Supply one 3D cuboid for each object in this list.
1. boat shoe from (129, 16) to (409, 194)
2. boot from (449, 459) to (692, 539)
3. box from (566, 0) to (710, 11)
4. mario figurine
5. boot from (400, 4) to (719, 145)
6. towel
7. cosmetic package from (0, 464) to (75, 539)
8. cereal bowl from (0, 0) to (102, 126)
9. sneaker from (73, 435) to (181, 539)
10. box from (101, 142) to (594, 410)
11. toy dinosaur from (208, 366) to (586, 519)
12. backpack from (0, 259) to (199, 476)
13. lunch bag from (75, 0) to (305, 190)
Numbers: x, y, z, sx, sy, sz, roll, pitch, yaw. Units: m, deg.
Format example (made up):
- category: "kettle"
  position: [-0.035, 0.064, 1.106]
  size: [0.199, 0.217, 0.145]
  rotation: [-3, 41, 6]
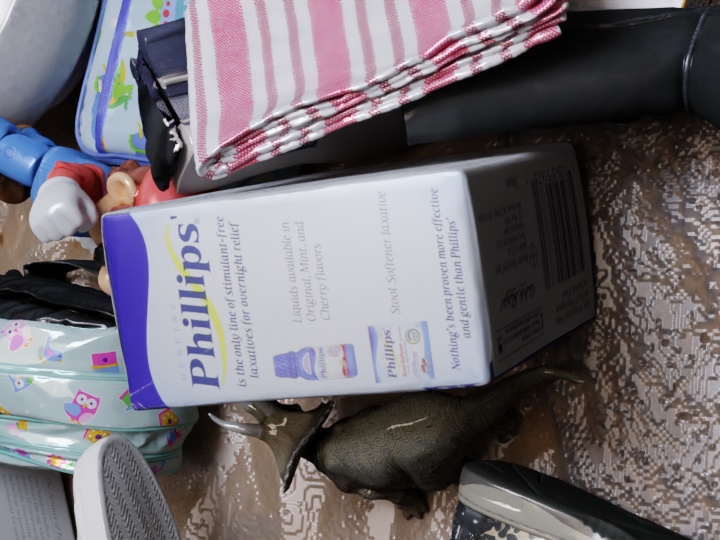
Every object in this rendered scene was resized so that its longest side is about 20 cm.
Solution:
- category: "boat shoe"
  position: [-0.036, -0.112, 0.889]
  size: [0.093, 0.200, 0.075]
  rotation: [67, 153, 20]
- category: "boot"
  position: [0.119, 0.203, 0.797]
  size: [0.204, 0.073, 0.154]
  rotation: [25, 101, 27]
- category: "box"
  position: [0.152, -0.213, 0.875]
  size: [0.119, 0.041, 0.200]
  rotation: [17, 87, 32]
- category: "mario figurine"
  position: [-0.168, -0.028, 0.931]
  size: [0.200, 0.123, 0.106]
  rotation: [22, 124, 33]
- category: "boot"
  position: [0.117, -0.087, 0.754]
  size: [0.200, 0.165, 0.066]
  rotation: [0, 113, 4]
- category: "towel"
  position: [-0.001, -0.133, 0.789]
  size: [0.200, 0.030, 0.146]
  rotation: [-22, 41, 10]
- category: "cosmetic package"
  position: [-0.273, 0.224, 0.952]
  size: [0.123, 0.200, 0.199]
  rotation: [-28, 67, 27]
- category: "cereal bowl"
  position: [-0.232, -0.167, 1.057]
  size: [0.200, 0.083, 0.200]
  rotation: [-35, 43, 40]
- category: "sneaker"
  position: [-0.154, 0.203, 0.882]
  size: [0.116, 0.074, 0.200]
  rotation: [-21, 78, 25]
- category: "box"
  position: [0.000, 0.000, 0.819]
  size: [0.200, 0.184, 0.105]
  rotation: [-5, 96, 25]
- category: "toy dinosaur"
  position: [0.026, 0.095, 0.852]
  size: [0.200, 0.102, 0.077]
  rotation: [-8, 76, 31]
- category: "backpack"
  position: [-0.193, 0.062, 0.976]
  size: [0.200, 0.167, 0.127]
  rotation: [6, 100, 25]
- category: "lunch bag"
  position: [-0.097, -0.150, 0.992]
  size: [0.161, 0.082, 0.200]
  rotation: [10, 85, 35]
